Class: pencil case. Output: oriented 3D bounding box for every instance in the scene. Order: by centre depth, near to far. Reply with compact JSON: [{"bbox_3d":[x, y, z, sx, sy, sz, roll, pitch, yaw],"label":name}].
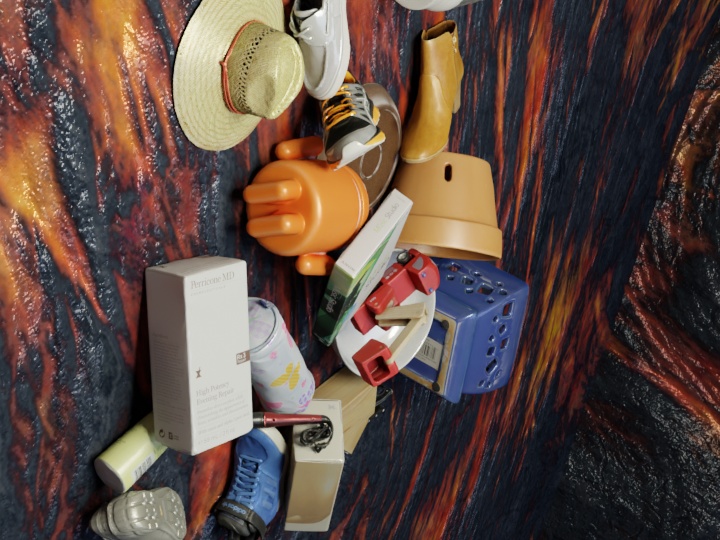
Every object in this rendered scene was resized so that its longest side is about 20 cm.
[{"bbox_3d":[-0.122,0.116,1.296,0.083,0.090,0.201,-47,148,-17],"label":"pencil case"}]

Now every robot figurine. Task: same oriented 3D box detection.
[{"bbox_3d":[-0.063,-0.081,1.229,0.117,0.145,0.199,-47,161,25],"label":"robot figurine"}]

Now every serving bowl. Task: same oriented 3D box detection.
[{"bbox_3d":[0.022,0.059,1.515,0.197,0.065,0.205,-13,111,-36],"label":"serving bowl"}]

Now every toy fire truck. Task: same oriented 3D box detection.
[{"bbox_3d":[0.050,0.060,1.399,0.199,0.140,0.049,-40,126,-15],"label":"toy fire truck"}]

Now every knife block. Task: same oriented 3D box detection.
[{"bbox_3d":[-0.016,0.191,1.576,0.178,0.063,0.200,-63,153,-10],"label":"knife block"}]

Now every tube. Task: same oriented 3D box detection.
[{"bbox_3d":[-0.231,0.179,1.184,0.200,0.057,0.053,-44,134,-39],"label":"tube"}]

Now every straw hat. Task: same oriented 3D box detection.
[{"bbox_3d":[-0.108,-0.216,1.075,0.201,0.084,0.204,-42,144,-41],"label":"straw hat"}]

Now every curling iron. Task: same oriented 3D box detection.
[{"bbox_3d":[-0.122,0.206,1.309,0.196,0.050,0.026,11,139,-24],"label":"curling iron"}]

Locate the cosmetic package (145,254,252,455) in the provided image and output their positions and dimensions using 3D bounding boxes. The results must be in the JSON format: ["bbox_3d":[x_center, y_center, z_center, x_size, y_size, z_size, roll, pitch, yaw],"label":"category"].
[{"bbox_3d":[-0.181,0.092,1.126,0.101,0.073,0.205,-17,111,-51],"label":"cosmetic package"}]

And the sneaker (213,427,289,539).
[{"bbox_3d":[-0.156,0.304,1.383,0.112,0.075,0.203,-54,158,-43],"label":"sneaker"}]

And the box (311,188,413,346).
[{"bbox_3d":[0.000,0.000,1.317,0.145,0.036,0.201,-52,170,-30],"label":"box"}]

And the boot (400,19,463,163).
[{"bbox_3d":[0.099,-0.265,1.442,0.202,0.069,0.146,-59,148,-43],"label":"boot"}]

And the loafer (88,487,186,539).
[{"bbox_3d":[-0.265,0.301,1.203,0.200,0.068,0.071,61,15,-69],"label":"loafer"}]

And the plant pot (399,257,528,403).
[{"bbox_3d":[0.145,0.095,1.663,0.178,0.198,0.204,-21,129,-47],"label":"plant pot"}]

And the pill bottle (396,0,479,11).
[{"bbox_3d":[0.121,-0.410,1.326,0.199,0.112,0.115,-31,136,-49],"label":"pill bottle"}]

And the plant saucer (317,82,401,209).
[{"bbox_3d":[0.005,-0.159,1.390,0.200,0.032,0.203,-41,143,-40],"label":"plant saucer"}]

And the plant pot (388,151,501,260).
[{"bbox_3d":[0.123,-0.097,1.501,0.199,0.196,0.143,15,81,-63],"label":"plant pot"}]

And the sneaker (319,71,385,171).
[{"bbox_3d":[-0.020,-0.186,1.211,0.078,0.077,0.201,60,10,-23],"label":"sneaker"}]

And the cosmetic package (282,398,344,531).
[{"bbox_3d":[-0.071,0.284,1.436,0.202,0.069,0.107,101,-12,-46],"label":"cosmetic package"}]

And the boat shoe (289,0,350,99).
[{"bbox_3d":[-0.051,-0.297,1.142,0.068,0.071,0.204,-20,128,-47],"label":"boat shoe"}]
